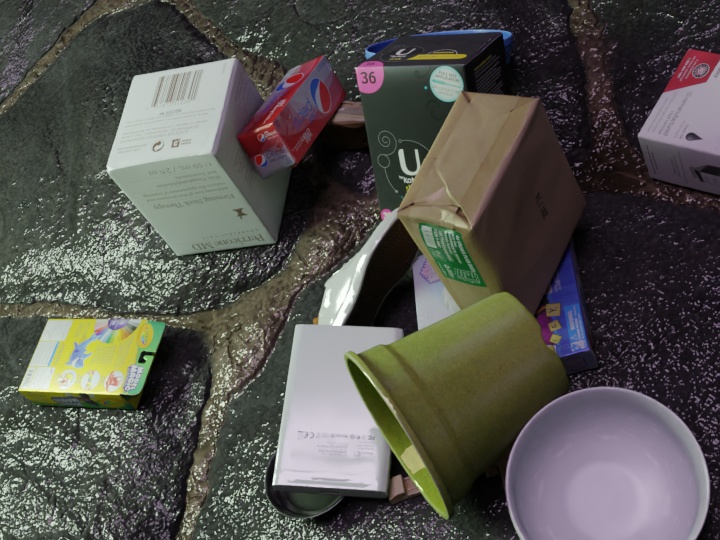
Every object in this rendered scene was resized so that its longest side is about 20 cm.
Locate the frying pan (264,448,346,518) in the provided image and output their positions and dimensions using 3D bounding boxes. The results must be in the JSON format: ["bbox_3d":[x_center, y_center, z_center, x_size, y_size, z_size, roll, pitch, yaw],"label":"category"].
[{"bbox_3d":[-0.056,0.206,1.487,0.114,0.031,0.192,-12,50,16],"label":"frying pan"}]

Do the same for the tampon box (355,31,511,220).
[{"bbox_3d":[0.099,-0.175,1.552,0.148,0.202,0.126,3,27,30],"label":"tampon box"}]

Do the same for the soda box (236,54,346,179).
[{"bbox_3d":[-0.089,-0.209,1.696,0.063,0.070,0.201,-17,27,31],"label":"soda box"}]

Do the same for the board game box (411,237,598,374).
[{"bbox_3d":[0.163,0.046,1.485,0.197,0.041,0.202,-17,50,16],"label":"board game box"}]

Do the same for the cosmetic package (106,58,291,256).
[{"bbox_3d":[-0.210,-0.150,1.718,0.165,0.200,0.168,-7,54,22],"label":"cosmetic package"}]

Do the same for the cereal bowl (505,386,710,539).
[{"bbox_3d":[0.244,0.223,1.266,0.197,0.084,0.203,-3,66,7],"label":"cereal bowl"}]

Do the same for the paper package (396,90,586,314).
[{"bbox_3d":[0.153,-0.068,1.414,0.103,0.200,0.192,12,62,34],"label":"paper package"}]

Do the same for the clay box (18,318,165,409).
[{"bbox_3d":[-0.349,0.124,1.692,0.198,0.048,0.116,0,57,26],"label":"clay box"}]

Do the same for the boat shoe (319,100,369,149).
[{"bbox_3d":[0.028,-0.201,1.721,0.198,0.072,0.065,9,56,40],"label":"boat shoe"}]

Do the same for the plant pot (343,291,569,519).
[{"bbox_3d":[0.110,0.124,1.330,0.183,0.201,0.201,-33,47,-9],"label":"plant pot"}]

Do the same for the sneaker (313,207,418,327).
[{"bbox_3d":[0.000,0.000,1.557,0.085,0.072,0.201,38,99,48],"label":"sneaker"}]

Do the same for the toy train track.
[{"bbox_3d":[0.118,0.209,1.394,0.198,0.033,0.116,-22,49,13],"label":"toy train track"}]

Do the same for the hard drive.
[{"bbox_3d":[-0.024,0.159,1.463,0.130,0.027,0.202,2,61,9],"label":"hard drive"}]

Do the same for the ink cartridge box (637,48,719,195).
[{"bbox_3d":[0.445,-0.163,1.464,0.198,0.083,0.148,18,65,37],"label":"ink cartridge box"}]

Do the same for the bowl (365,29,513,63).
[{"bbox_3d":[0.106,-0.287,1.694,0.198,0.040,0.201,-6,17,2],"label":"bowl"}]
